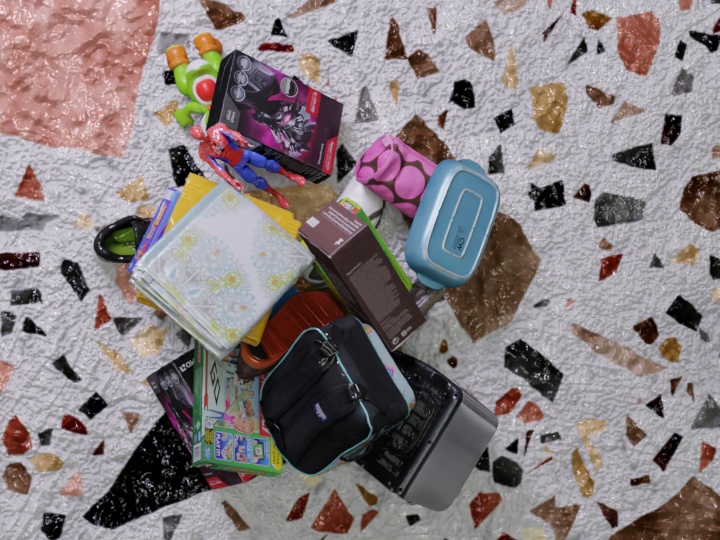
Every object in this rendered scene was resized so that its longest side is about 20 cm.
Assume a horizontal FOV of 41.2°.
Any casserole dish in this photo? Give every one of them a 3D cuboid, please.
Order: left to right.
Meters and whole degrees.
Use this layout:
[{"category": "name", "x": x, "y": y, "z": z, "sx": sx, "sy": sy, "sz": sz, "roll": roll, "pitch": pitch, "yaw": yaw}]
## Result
[{"category": "casserole dish", "x": 0.141, "y": -0.068, "z": 1.394, "sx": 0.120, "sy": 0.039, "sz": 0.202, "roll": 25, "pitch": 81, "yaw": -23}]

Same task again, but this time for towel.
[{"category": "towel", "x": -0.183, "y": -0.004, "z": 1.270, "sx": 0.171, "sy": 0.048, "sz": 0.200, "roll": 41, "pitch": 63, "yaw": 1}]

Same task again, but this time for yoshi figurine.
[{"category": "yoshi figurine", "x": -0.217, "y": -0.246, "z": 1.444, "sx": 0.111, "sy": 0.112, "sz": 0.201, "roll": -11, "pitch": 72, "yaw": -45}]

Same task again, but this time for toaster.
[{"category": "toaster", "x": 0.081, "y": 0.224, "z": 1.392, "sx": 0.118, "sy": 0.180, "sz": 0.201, "roll": 36, "pitch": 84, "yaw": -39}]

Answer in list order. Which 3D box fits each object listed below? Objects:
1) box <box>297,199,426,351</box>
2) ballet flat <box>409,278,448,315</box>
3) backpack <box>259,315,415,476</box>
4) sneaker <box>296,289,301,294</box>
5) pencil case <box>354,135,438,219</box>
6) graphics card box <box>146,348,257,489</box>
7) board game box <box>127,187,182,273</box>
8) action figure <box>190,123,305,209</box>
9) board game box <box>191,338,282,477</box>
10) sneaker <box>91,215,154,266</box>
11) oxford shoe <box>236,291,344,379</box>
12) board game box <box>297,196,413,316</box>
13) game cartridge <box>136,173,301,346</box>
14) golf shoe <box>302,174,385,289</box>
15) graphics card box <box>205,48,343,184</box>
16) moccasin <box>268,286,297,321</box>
[{"category": "box", "x": 0.003, "y": 0.008, "z": 1.325, "sx": 0.075, "sy": 0.100, "sz": 0.200, "roll": -41, "pitch": 129, "yaw": -8}, {"category": "ballet flat", "x": 0.059, "y": 0.075, "z": 1.417, "sx": 0.200, "sy": 0.067, "sz": 0.046, "roll": -43, "pitch": 129, "yaw": -14}, {"category": "backpack", "x": -0.037, "y": 0.177, "z": 1.305, "sx": 0.200, "sy": 0.153, "sz": 0.176, "roll": -45, "pitch": 71, "yaw": 32}, {"category": "sneaker", "x": -0.102, "y": 0.130, "z": 1.449, "sx": 0.077, "sy": 0.078, "sz": 0.202, "roll": 10, "pitch": 81, "yaw": -34}, {"category": "pencil case", "x": 0.093, "y": -0.126, "z": 1.434, "sx": 0.199, "sy": 0.091, "sz": 0.094, "roll": 28, "pitch": 123, "yaw": -24}, {"category": "graphics card box", "x": -0.225, "y": 0.219, "z": 1.393, "sx": 0.051, "sy": 0.125, "sz": 0.201, "roll": -30, "pitch": 92, "yaw": -33}, {"category": "board game box", "x": -0.221, "y": -0.016, "z": 1.408, "sx": 0.199, "sy": 0.045, "sz": 0.135, "roll": 29, "pitch": 85, "yaw": -29}, {"category": "action figure", "x": -0.149, "y": -0.141, "z": 1.324, "sx": 0.199, "sy": 0.099, "sz": 0.065, "roll": 30, "pitch": 99, "yaw": -42}, {"category": "board game box", "x": -0.171, "y": 0.180, "z": 1.340, "sx": 0.134, "sy": 0.029, "sz": 0.202, "roll": 17, "pitch": 58, "yaw": -37}, {"category": "sneaker", "x": -0.306, "y": -0.049, "z": 1.419, "sx": 0.198, "sy": 0.087, "sz": 0.074, "roll": -11, "pitch": 90, "yaw": -6}, {"category": "oxford shoe", "x": -0.104, "y": 0.092, "z": 1.374, "sx": 0.199, "sy": 0.073, "sz": 0.071, "roll": -28, "pitch": 71, "yaw": -41}, {"category": "board game box", "x": 0.000, "y": 0.000, "z": 1.412, "sx": 0.101, "sy": 0.048, "sz": 0.200, "roll": -42, "pitch": 128, "yaw": -8}, {"category": "game cartridge", "x": -0.189, "y": -0.018, "z": 1.313, "sx": 0.175, "sy": 0.032, "sz": 0.201, "roll": 20, "pitch": 66, "yaw": -6}, {"category": "golf shoe", "x": -0.027, "y": -0.069, "z": 1.436, "sx": 0.077, "sy": 0.094, "sz": 0.201, "roll": 25, "pitch": 84, "yaw": 20}, {"category": "graphics card box", "x": -0.122, "y": -0.223, "z": 1.402, "sx": 0.199, "sy": 0.051, "sz": 0.127, "roll": 22, "pitch": 66, "yaw": -30}, {"category": "moccasin", "x": -0.187, "y": 0.031, "z": 1.373, "sx": 0.198, "sy": 0.068, "sz": 0.081, "roll": 7, "pitch": 89, "yaw": -31}]
